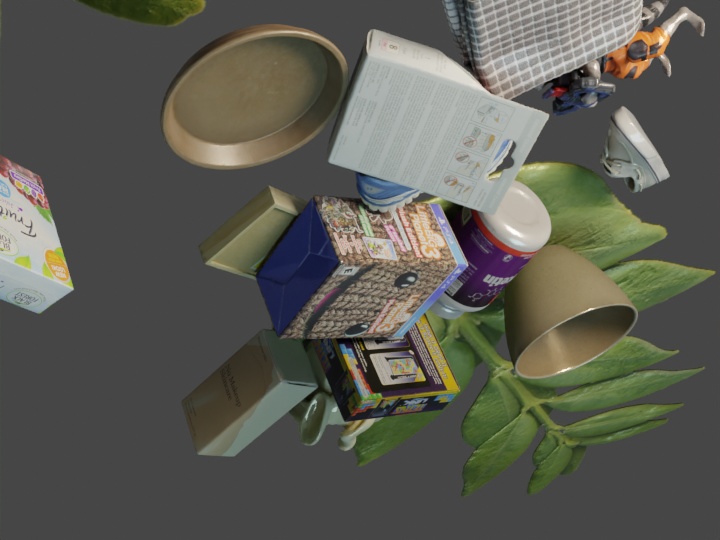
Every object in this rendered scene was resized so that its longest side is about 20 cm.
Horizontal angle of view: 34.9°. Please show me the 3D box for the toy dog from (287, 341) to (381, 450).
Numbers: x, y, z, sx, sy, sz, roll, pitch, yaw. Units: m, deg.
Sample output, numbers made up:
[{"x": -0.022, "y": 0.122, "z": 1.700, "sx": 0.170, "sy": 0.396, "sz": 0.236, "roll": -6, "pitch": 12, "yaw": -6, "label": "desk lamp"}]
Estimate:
[{"x": -0.019, "y": 0.170, "z": 1.728, "sx": 0.199, "sy": 0.139, "sz": 0.196, "roll": 14, "pitch": 98, "yaw": -47, "label": "toy dog"}]

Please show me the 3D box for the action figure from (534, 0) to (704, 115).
[{"x": 0.264, "y": -0.238, "z": 1.296, "sx": 0.191, "sy": 0.106, "sz": 0.200, "roll": -12, "pitch": 180, "yaw": -8, "label": "action figure"}]

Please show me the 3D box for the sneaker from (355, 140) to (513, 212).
[{"x": 0.084, "y": -0.136, "z": 1.313, "sx": 0.198, "sy": 0.079, "sz": 0.089, "roll": -25, "pitch": 154, "yaw": 3, "label": "sneaker"}]

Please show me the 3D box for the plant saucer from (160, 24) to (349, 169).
[{"x": -0.107, "y": -0.176, "z": 1.153, "sx": 0.197, "sy": 0.030, "sz": 0.201, "roll": -17, "pitch": 151, "yaw": -10, "label": "plant saucer"}]

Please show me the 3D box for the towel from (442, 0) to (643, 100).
[{"x": 0.187, "y": -0.269, "z": 1.155, "sx": 0.198, "sy": 0.086, "sz": 0.166, "roll": -24, "pitch": 151, "yaw": 2, "label": "towel"}]

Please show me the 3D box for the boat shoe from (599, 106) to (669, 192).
[{"x": 0.350, "y": -0.150, "z": 1.503, "sx": 0.069, "sy": 0.071, "sz": 0.200, "roll": -34, "pitch": 157, "yaw": 14, "label": "boat shoe"}]

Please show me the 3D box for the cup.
[{"x": 0.293, "y": 0.049, "z": 1.715, "sx": 0.198, "sy": 0.145, "sz": 0.201, "roll": -18, "pitch": 151, "yaw": -10, "label": "cup"}]

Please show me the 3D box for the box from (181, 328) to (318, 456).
[{"x": -0.161, "y": 0.178, "z": 1.649, "sx": 0.077, "sy": 0.096, "sz": 0.200, "roll": 12, "pitch": 134, "yaw": -47, "label": "box"}]

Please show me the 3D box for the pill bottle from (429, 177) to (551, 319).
[{"x": 0.158, "y": -0.023, "z": 1.523, "sx": 0.111, "sy": 0.113, "sz": 0.200, "roll": -2, "pitch": 145, "yaw": -35, "label": "pill bottle"}]

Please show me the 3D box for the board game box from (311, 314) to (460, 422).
[{"x": 0.021, "y": 0.096, "z": 1.530, "sx": 0.163, "sy": 0.202, "sz": 0.057, "roll": 0, "pitch": 143, "yaw": -35, "label": "board game box"}]

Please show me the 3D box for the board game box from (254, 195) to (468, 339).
[{"x": 0.000, "y": 0.000, "z": 1.402, "sx": 0.198, "sy": 0.098, "sz": 0.160, "roll": 1, "pitch": 143, "yaw": -38, "label": "board game box"}]

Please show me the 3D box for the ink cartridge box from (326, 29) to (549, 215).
[{"x": 0.077, "y": -0.153, "z": 1.213, "sx": 0.197, "sy": 0.058, "sz": 0.163, "roll": 14, "pitch": 139, "yaw": -10, "label": "ink cartridge box"}]

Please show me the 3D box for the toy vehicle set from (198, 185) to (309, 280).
[{"x": -0.089, "y": -0.032, "z": 1.413, "sx": 0.124, "sy": 0.027, "sz": 0.199, "roll": -37, "pitch": 149, "yaw": 23, "label": "toy vehicle set"}]

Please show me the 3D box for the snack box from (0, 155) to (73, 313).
[{"x": -0.360, "y": -0.055, "z": 1.047, "sx": 0.053, "sy": 0.144, "sz": 0.200, "roll": -31, "pitch": 151, "yaw": 16, "label": "snack box"}]
